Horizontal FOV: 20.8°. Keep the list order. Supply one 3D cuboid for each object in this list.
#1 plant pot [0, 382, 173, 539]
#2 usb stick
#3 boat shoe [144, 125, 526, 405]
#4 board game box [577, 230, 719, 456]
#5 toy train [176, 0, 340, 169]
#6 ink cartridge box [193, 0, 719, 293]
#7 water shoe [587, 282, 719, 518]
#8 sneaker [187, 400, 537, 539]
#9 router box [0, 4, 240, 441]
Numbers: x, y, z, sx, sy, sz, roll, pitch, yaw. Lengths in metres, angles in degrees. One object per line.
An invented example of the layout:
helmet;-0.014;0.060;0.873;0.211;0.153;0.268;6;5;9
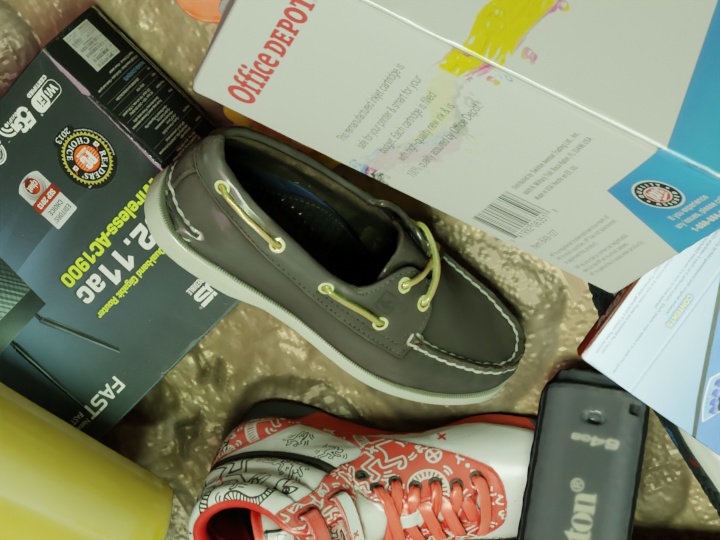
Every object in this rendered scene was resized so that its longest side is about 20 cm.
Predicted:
plant pot;-0.197;0.132;0.939;0.187;0.202;0.202;19;123;-9
usb stick;0.096;0.145;0.916;0.055;0.202;0.033;6;161;15
boat shoe;0.000;0.000;0.900;0.200;0.072;0.060;27;142;-22
board game box;0.191;-0.016;0.838;0.103;0.019;0.201;34;103;-3
toy train;-0.011;-0.108;0.886;0.198;0.056;0.152;11;120;15
ink cartridge box;0.059;-0.110;0.753;0.199;0.146;0.147;25;162;-9
water shoe;0.175;0.052;0.906;0.079;0.072;0.201;-32;99;-2
sneaker;0.015;0.120;0.965;0.199;0.108;0.068;5;118;17
router box;-0.143;-0.009;0.982;0.150;0.062;0.200;42;123;-7
